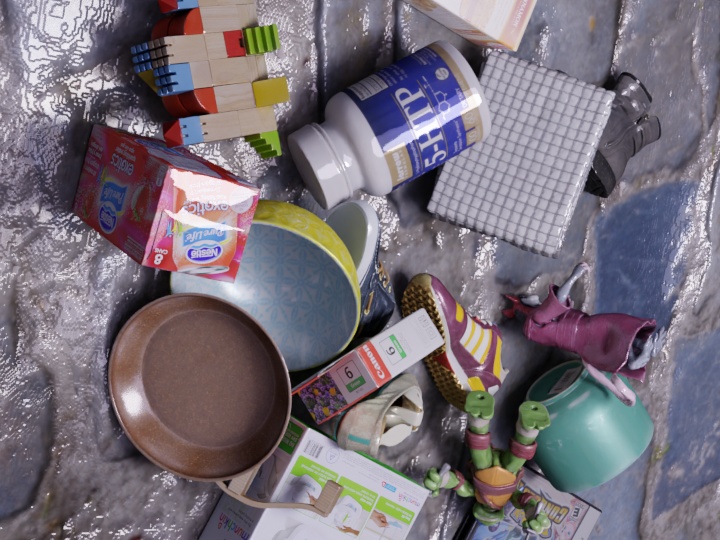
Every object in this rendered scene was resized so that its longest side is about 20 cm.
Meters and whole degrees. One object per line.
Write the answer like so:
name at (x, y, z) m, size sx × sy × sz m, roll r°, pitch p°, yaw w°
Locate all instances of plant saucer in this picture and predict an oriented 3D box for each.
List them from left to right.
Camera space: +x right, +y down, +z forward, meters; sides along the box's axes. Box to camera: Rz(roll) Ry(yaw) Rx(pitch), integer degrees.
plant saucer at (-0.161, 0.116, 1.377) m, size 0.198 × 0.037 × 0.203 m, roll 3°, pitch 104°, yaw 12°

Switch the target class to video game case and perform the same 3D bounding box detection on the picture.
video game case at (0.209, 0.354, 1.739) m, size 0.199 × 0.025 × 0.182 m, roll 33°, pitch 83°, yaw -34°

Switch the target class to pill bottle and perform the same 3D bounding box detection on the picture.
pill bottle at (0.029, -0.150, 1.434) m, size 0.199 × 0.120 × 0.121 m, roll -29°, pitch 117°, yaw -10°

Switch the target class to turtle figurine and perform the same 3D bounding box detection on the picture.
turtle figurine at (0.151, 0.254, 1.564) m, size 0.199 × 0.143 × 0.196 m, roll -24°, pitch 132°, yaw -40°

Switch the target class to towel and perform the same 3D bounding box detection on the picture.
towel at (0.182, -0.131, 1.522) m, size 0.086 × 0.164 × 0.202 m, roll 32°, pitch 79°, yaw -73°

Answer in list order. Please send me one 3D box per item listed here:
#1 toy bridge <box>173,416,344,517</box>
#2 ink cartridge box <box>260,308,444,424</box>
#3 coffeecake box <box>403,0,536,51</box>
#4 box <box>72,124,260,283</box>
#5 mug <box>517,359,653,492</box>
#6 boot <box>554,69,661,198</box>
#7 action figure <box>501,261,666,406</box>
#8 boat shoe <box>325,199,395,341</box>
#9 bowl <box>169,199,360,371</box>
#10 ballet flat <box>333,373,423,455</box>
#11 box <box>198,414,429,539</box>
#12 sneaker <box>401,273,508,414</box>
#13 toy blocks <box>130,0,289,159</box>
toy bridge at (-0.118, 0.208, 1.416) m, size 0.068 × 0.199 × 0.027 m, roll -61°, pitch 169°, yaw -3°
ink cartridge box at (-0.007, 0.114, 1.440) m, size 0.199 × 0.109 × 0.051 m, roll -30°, pitch 86°, yaw -49°
coffeecake box at (0.112, -0.354, 1.473) m, size 0.199 × 0.073 × 0.155 m, roll 24°, pitch 88°, yaw -35°
box at (-0.188, -0.066, 1.270) m, size 0.099 × 0.200 × 0.097 m, roll 12°, pitch 100°, yaw -34°
mug at (0.270, 0.177, 1.674) m, size 0.151 × 0.185 × 0.115 m, roll -33°, pitch 104°, yaw 8°
boot at (0.291, -0.200, 1.641) m, size 0.132 × 0.069 × 0.201 m, roll -49°, pitch 133°, yaw -17°
action figure at (0.260, 0.080, 1.616) m, size 0.150 × 0.198 × 0.134 m, roll -69°, pitch 156°, yaw -19°
boat shoe at (0.000, 0.000, 1.464) m, size 0.090 × 0.071 × 0.202 m, roll -14°, pitch 139°, yaw -36°
bowl at (-0.090, -0.003, 1.394) m, size 0.201 × 0.198 × 0.108 m, roll 56°, pitch 28°, yaw -29°
ballet flat at (0.036, 0.168, 1.505) m, size 0.200 × 0.062 × 0.068 m, roll -25°, pitch 128°, yaw -61°
box at (-0.049, 0.278, 1.510) m, size 0.199 × 0.096 × 0.178 m, roll 31°, pitch 85°, yaw -35°
sneaker at (0.116, 0.070, 1.587) m, size 0.090 × 0.075 × 0.201 m, roll -40°, pitch 127°, yaw -26°
toy blocks at (-0.158, -0.200, 1.300) m, size 0.136 × 0.099 × 0.203 m, roll -15°, pitch 97°, yaw -46°
